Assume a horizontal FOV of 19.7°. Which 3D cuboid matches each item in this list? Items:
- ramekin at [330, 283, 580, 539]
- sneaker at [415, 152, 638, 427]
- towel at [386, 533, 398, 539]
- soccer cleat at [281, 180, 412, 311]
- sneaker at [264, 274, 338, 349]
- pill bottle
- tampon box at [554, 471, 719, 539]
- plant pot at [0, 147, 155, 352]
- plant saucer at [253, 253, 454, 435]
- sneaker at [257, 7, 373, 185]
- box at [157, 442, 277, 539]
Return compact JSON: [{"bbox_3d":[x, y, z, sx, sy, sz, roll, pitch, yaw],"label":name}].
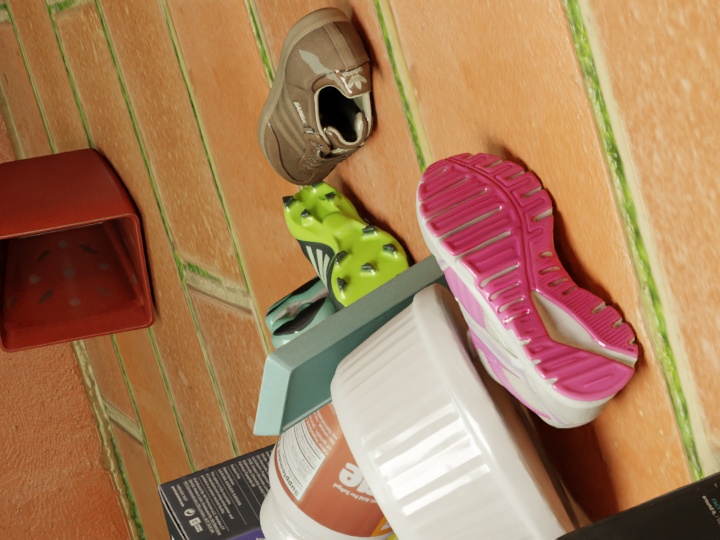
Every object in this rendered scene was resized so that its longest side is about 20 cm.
[{"bbox_3d":[0.059,0.117,1.327,0.203,0.094,0.202,59,-173,-11],"label":"ramekin"},{"bbox_3d":[0.090,0.017,1.255,0.088,0.081,0.201,97,151,-55],"label":"sneaker"},{"bbox_3d":[0.051,0.166,1.552,0.200,0.023,0.144,-129,53,-60],"label":"towel"},{"bbox_3d":[0.000,0.000,1.601,0.081,0.067,0.200,61,175,-38],"label":"soccer cleat"},{"bbox_3d":[-0.014,0.081,1.693,0.140,0.078,0.200,57,-171,-10],"label":"sneaker"},{"bbox_3d":[0.001,0.129,1.513,0.112,0.112,0.200,60,138,33],"label":"pill bottle"},{"bbox_3d":[0.179,0.228,1.113,0.200,0.126,0.150,92,155,-53],"label":"tampon box"},{"bbox_3d":[-0.380,-0.042,2.637,0.200,0.199,0.177,87,171,-45],"label":"plant pot"},{"bbox_3d":[0.005,0.046,1.384,0.019,0.200,0.070,33,132,27],"label":"plant saucer"},{"bbox_3d":[-0.030,-0.107,1.543,0.200,0.070,0.076,97,149,-60],"label":"sneaker"},{"bbox_3d":[-0.058,0.236,1.805,0.104,0.199,0.149,-128,23,-54],"label":"box"}]
